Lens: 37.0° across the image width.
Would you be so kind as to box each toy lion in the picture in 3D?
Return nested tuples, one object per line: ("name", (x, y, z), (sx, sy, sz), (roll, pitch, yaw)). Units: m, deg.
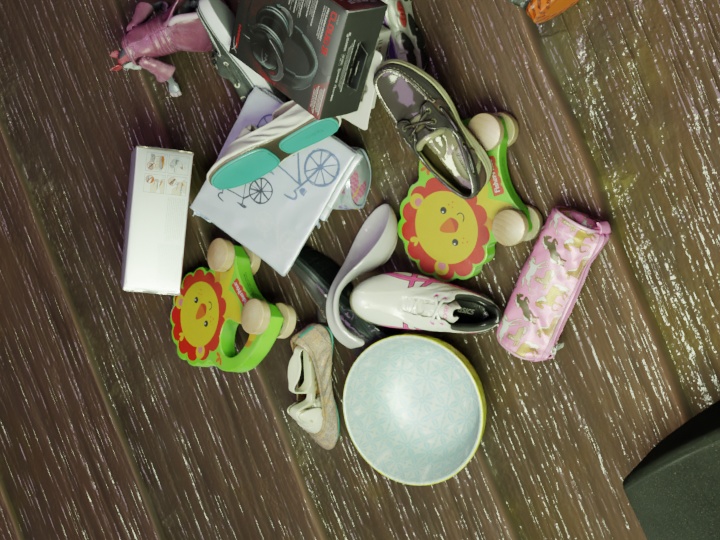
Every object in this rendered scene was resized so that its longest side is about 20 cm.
("toy lion", (0.131, -0.091, 1.420), (0.191, 0.069, 0.202), (-13, 92, 32))
("toy lion", (-0.200, 0.068, 1.549), (0.192, 0.068, 0.200), (-53, 50, 24))

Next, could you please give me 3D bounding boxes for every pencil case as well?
("pencil case", (0.245, 0.016, 1.369), (0.086, 0.083, 0.201), (22, 106, 3))
("pencil case", (-0.084, -0.132, 1.490), (0.198, 0.083, 0.091), (5, 113, 22))

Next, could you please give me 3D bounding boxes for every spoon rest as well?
("spoon rest", (0.000, 0.000, 1.440), (0.099, 0.060, 0.201), (-23, 47, 60))

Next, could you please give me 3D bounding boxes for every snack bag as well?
("snack bag", (-0.117, -0.117, 1.447), (0.188, 0.021, 0.201), (34, 102, 20))

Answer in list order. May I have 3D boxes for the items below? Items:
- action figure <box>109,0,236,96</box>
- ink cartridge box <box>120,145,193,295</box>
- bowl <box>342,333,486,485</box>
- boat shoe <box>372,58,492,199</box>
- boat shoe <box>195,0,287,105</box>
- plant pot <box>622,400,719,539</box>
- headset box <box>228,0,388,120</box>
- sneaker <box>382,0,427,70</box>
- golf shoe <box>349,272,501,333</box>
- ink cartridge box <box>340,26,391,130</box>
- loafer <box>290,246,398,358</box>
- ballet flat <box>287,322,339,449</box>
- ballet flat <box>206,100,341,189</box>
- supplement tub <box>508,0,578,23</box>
("action figure", (-0.271, -0.326, 1.514), (0.199, 0.149, 0.135), (-25, 92, 10))
("ink cartridge box", (-0.298, -0.074, 1.561), (0.083, 0.175, 0.202), (5, 93, -15))
("bowl", (0.085, 0.175, 1.449), (0.199, 0.108, 0.202), (4, 99, 23))
("boat shoe", (0.088, -0.172, 1.318), (0.200, 0.065, 0.073), (46, 119, -9))
("boat shoe", (-0.170, -0.282, 1.464), (0.056, 0.069, 0.200), (-24, 127, 15))
("plant pot", (0.433, 0.264, 1.274), (0.177, 0.200, 0.201), (-28, 87, 38))
("headset box", (-0.062, -0.293, 1.332), (0.200, 0.077, 0.150), (41, 131, 28))
("sneaker", (0.022, -0.344, 1.416), (0.083, 0.080, 0.202), (-10, 93, 32))
("golf shoe", (0.086, 0.041, 1.385), (0.198, 0.092, 0.073), (6, 88, -18))
("ink cartridge box", (-0.032, -0.281, 1.414), (0.200, 0.067, 0.118), (37, 131, 29))
("loafer", (-0.041, 0.047, 1.507), (0.200, 0.073, 0.072), (45, 117, 13))
("ballet flat", (-0.074, 0.172, 1.521), (0.068, 0.067, 0.202), (14, 117, 41))
("ballet flat", (-0.116, -0.173, 1.409), (0.199, 0.069, 0.070), (-27, 87, 16))
("supplement tub", (0.197, -0.410, 1.302), (0.122, 0.122, 0.201), (-33, 84, 24))
